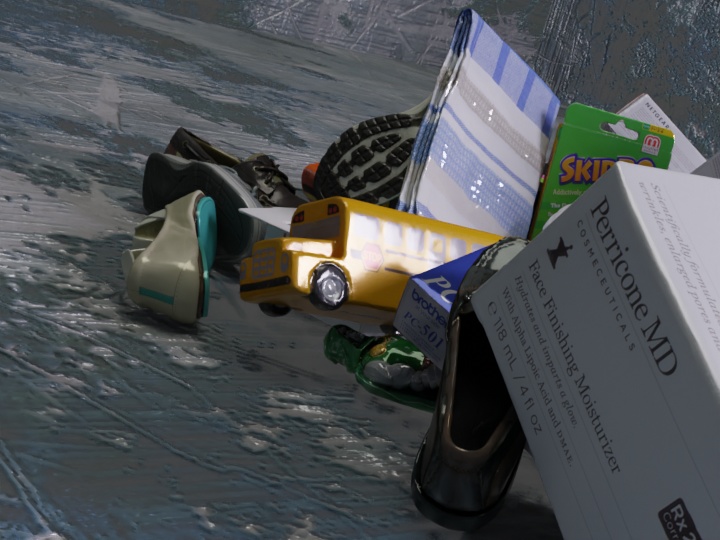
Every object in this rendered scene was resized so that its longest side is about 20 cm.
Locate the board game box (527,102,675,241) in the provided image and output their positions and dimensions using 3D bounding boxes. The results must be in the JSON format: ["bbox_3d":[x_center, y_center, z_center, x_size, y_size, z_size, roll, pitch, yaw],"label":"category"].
[{"bbox_3d":[0.188,-0.030,1.169,0.095,0.201,0.030,15,3,-3],"label":"board game box"}]

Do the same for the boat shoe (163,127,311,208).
[{"bbox_3d":[-0.102,-0.077,1.310,0.199,0.065,0.073,21,13,17],"label":"boat shoe"}]

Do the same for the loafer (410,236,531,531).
[{"bbox_3d":[0.078,0.049,0.795,0.072,0.063,0.200,14,49,6],"label":"loafer"}]

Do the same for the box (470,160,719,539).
[{"bbox_3d":[0.194,0.067,0.741,0.199,0.131,0.200,6,52,-37],"label":"box"}]

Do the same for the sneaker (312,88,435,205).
[{"bbox_3d":[0.055,-0.099,1.216,0.077,0.199,0.089,62,1,23],"label":"sneaker"}]

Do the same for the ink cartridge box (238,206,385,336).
[{"bbox_3d":[0.000,0.000,1.109,0.116,0.068,0.200,24,15,36],"label":"ink cartridge box"}]

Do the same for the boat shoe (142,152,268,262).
[{"bbox_3d":[-0.121,-0.056,1.189,0.065,0.075,0.202,3,11,-31],"label":"boat shoe"}]

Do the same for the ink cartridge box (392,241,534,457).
[{"bbox_3d":[0.121,0.066,0.869,0.094,0.044,0.200,-21,53,-40],"label":"ink cartridge box"}]

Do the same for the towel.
[{"bbox_3d":[0.098,-0.088,1.114,0.024,0.201,0.147,-6,-33,42],"label":"towel"}]

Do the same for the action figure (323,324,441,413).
[{"bbox_3d":[0.070,0.073,0.940,0.199,0.055,0.118,14,16,7],"label":"action figure"}]

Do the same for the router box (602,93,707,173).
[{"bbox_3d":[0.285,-0.040,1.283,0.200,0.049,0.180,51,-12,12],"label":"router box"}]

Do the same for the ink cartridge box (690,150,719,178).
[{"bbox_3d":[0.333,-0.054,1.060,0.076,0.200,0.137,31,36,-25],"label":"ink cartridge box"}]

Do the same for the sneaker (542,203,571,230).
[{"bbox_3d":[0.212,0.026,1.081,0.199,0.147,0.080,24,15,31],"label":"sneaker"}]

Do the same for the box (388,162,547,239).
[{"bbox_3d":[0.135,-0.036,1.299,0.148,0.125,0.200,7,15,-32],"label":"box"}]

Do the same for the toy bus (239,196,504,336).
[{"bbox_3d":[0.014,0.000,0.973,0.199,0.079,0.065,12,-13,-39],"label":"toy bus"}]

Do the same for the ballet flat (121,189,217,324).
[{"bbox_3d":[-0.139,-0.015,1.028,0.069,0.070,0.200,14,14,-8],"label":"ballet flat"}]

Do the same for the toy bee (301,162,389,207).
[{"bbox_3d":[0.037,-0.083,1.473,0.199,0.109,0.131,-12,28,-9],"label":"toy bee"}]
